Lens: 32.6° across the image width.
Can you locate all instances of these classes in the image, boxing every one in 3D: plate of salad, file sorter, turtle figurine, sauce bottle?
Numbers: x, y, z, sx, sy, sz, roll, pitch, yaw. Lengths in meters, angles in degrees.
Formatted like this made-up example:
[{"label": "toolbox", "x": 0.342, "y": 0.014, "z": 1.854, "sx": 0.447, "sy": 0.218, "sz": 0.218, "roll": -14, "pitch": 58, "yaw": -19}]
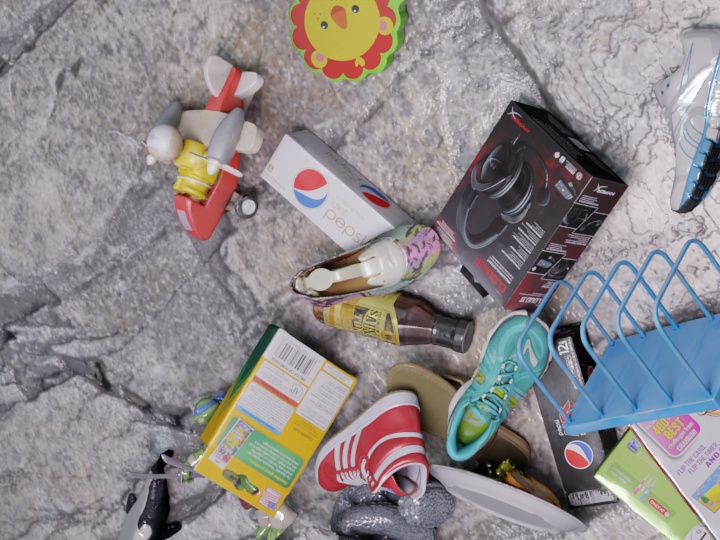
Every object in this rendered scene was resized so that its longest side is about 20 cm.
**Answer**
[{"label": "plate of salad", "x": 0.172, "y": 0.257, "z": 1.435, "sx": 0.198, "sy": 0.200, "sz": 0.049, "roll": 16, "pitch": 74, "yaw": 21}, {"label": "file sorter", "x": 0.281, "y": 0.066, "z": 1.275, "sx": 0.123, "sy": 0.139, "sz": 0.199, "roll": 50, "pitch": 142, "yaw": -15}, {"label": "turtle figurine", "x": -0.187, "y": 0.279, "z": 1.601, "sx": 0.143, "sy": 0.200, "sz": 0.194, "roll": -35, "pitch": 98, "yaw": 35}, {"label": "sauce bottle", "x": 0.040, "y": 0.056, "z": 1.502, "sx": 0.198, "sy": 0.066, "sz": 0.067, "roll": 13, "pitch": 107, "yaw": 23}]

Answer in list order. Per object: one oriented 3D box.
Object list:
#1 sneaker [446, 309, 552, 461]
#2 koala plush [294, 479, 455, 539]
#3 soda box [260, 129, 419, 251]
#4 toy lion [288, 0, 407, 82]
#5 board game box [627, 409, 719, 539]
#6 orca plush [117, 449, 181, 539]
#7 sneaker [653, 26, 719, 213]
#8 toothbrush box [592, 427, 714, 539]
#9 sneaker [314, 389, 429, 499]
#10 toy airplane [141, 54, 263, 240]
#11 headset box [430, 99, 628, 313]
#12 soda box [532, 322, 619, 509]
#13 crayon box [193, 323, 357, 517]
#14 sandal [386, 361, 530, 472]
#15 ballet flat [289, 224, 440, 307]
[{"label": "sneaker", "x": 0.154, "y": 0.134, "z": 1.378, "sx": 0.077, "sy": 0.080, "sz": 0.201, "roll": 27, "pitch": 119, "yaw": 4}, {"label": "koala plush", "x": -0.002, "y": 0.359, "z": 1.498, "sx": 0.182, "sy": 0.199, "sz": 0.180, "roll": 7, "pitch": 115, "yaw": 38}, {"label": "soda box", "x": -0.023, "y": -0.083, "z": 1.502, "sx": 0.200, "sy": 0.064, "sz": 0.068, "roll": 41, "pitch": 115, "yaw": 12}, {"label": "toy lion", "x": -0.007, "y": -0.328, "z": 1.446, "sx": 0.199, "sy": 0.069, "sz": 0.193, "roll": -28, "pitch": 96, "yaw": 27}, {"label": "board game box", "x": 0.394, "y": 0.194, "z": 1.261, "sx": 0.152, "sy": 0.040, "sz": 0.201, "roll": -37, "pitch": 78, "yaw": 3}, {"label": "orca plush", "x": -0.286, "y": 0.344, "z": 1.734, "sx": 0.105, "sy": 0.070, "sz": 0.202, "roll": 46, "pitch": 122, "yaw": 60}, {"label": "sneaker", "x": 0.351, "y": -0.163, "z": 1.313, "sx": 0.086, "sy": 0.075, "sz": 0.202, "roll": 18, "pitch": 101, "yaw": 28}, {"label": "toothbrush box", "x": 0.367, "y": 0.191, "z": 1.330, "sx": 0.145, "sy": 0.086, "sz": 0.201, "roll": 38, "pitch": 91, "yaw": 12}, {"label": "sneaker", "x": 0.012, "y": 0.240, "z": 1.457, "sx": 0.200, "sy": 0.071, "sz": 0.113, "roll": -50, "pitch": 41, "yaw": 39}, {"label": "toy airplane", "x": -0.194, "y": -0.165, "z": 1.509, "sx": 0.200, "sy": 0.140, "sz": 0.201, "roll": -50, "pitch": 49, "yaw": 42}, {"label": "headset box", "x": 0.179, "y": -0.062, "z": 1.377, "sx": 0.149, "sy": 0.077, "sz": 0.201, "roll": 51, "pitch": 119, "yaw": 36}, {"label": "soda box", "x": 0.250, "y": 0.168, "z": 1.425, "sx": 0.063, "sy": 0.071, "sz": 0.202, "roll": -14, "pitch": 96, "yaw": 26}, {"label": "crayon box", "x": -0.110, "y": 0.185, "z": 1.531, "sx": 0.125, "sy": 0.051, "sz": 0.201, "roll": 34, "pitch": 82, "yaw": -19}, {"label": "sandal", "x": 0.119, "y": 0.165, "z": 1.494, "sx": 0.211, "sy": 0.070, "sz": 0.078, "roll": 37, "pitch": 123, "yaw": -11}, {"label": "ballet flat", "x": 0.000, "y": 0.000, "z": 1.432, "sx": 0.198, "sy": 0.071, "sz": 0.070, "roll": -19, "pitch": 85, "yaw": 32}]
